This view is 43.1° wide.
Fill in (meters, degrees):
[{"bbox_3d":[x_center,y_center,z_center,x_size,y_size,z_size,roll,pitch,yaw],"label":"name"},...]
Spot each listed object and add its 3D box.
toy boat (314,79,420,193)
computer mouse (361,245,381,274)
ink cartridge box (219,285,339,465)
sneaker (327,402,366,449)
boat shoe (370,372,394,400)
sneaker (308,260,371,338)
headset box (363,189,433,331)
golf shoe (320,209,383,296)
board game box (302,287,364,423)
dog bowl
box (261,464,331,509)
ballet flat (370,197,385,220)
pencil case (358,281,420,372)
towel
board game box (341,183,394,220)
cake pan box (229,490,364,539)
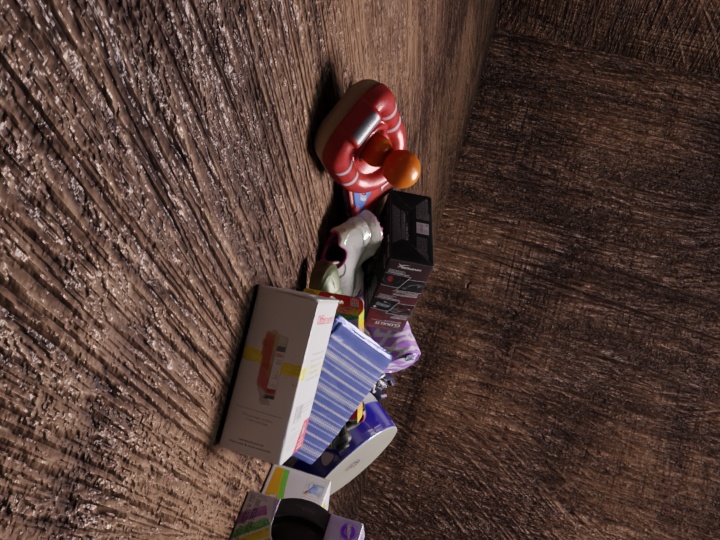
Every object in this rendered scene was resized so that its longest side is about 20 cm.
[{"bbox_3d":[0.026,-0.160,1.234,0.131,0.130,0.200,-51,167,-2],"label":"toy boat"},{"bbox_3d":[0.000,0.000,1.525,0.200,0.034,0.059,130,-51,-57],"label":"computer mouse"},{"bbox_3d":[-0.099,0.125,1.147,0.145,0.082,0.203,17,88,-82],"label":"ink cartridge box"},{"bbox_3d":[-0.028,0.210,1.449,0.081,0.085,0.201,98,11,-47],"label":"sneaker"},{"bbox_3d":[0.006,0.173,1.603,0.075,0.092,0.200,-57,160,-4],"label":"boat shoe"},{"bbox_3d":[-0.023,0.083,1.357,0.067,0.089,0.203,-44,140,-50],"label":"sneaker"},{"bbox_3d":[0.057,-0.007,1.503,0.201,0.074,0.150,111,-15,-50],"label":"headset box"},{"bbox_3d":[-0.035,-0.012,1.446,0.091,0.076,0.201,-18,145,-36],"label":"golf shoe"},{"bbox_3d":[-0.043,0.125,1.325,0.030,0.094,0.203,-51,147,-60],"label":"board game box"},{"bbox_3d":[-0.034,0.307,1.581,0.199,0.079,0.201,-36,160,-15],"label":"dog bowl"},{"bbox_3d":[-0.125,0.425,1.428,0.201,0.100,0.114,-67,168,-45],"label":"box"},{"bbox_3d":[-0.001,-0.095,1.535,0.073,0.067,0.201,-53,164,-35],"label":"ballet flat"},{"bbox_3d":[0.035,0.087,1.615,0.084,0.084,0.202,113,-42,-59],"label":"pencil case"},{"bbox_3d":[-0.052,0.169,1.274,0.201,0.024,0.144,-52,134,0],"label":"towel"},{"bbox_3d":[0.011,-0.167,1.388,0.103,0.019,0.201,-43,152,-22],"label":"board game box"},{"bbox_3d":[-0.104,0.425,1.289,0.053,0.181,0.202,94,15,-53],"label":"cake pan box"}]
